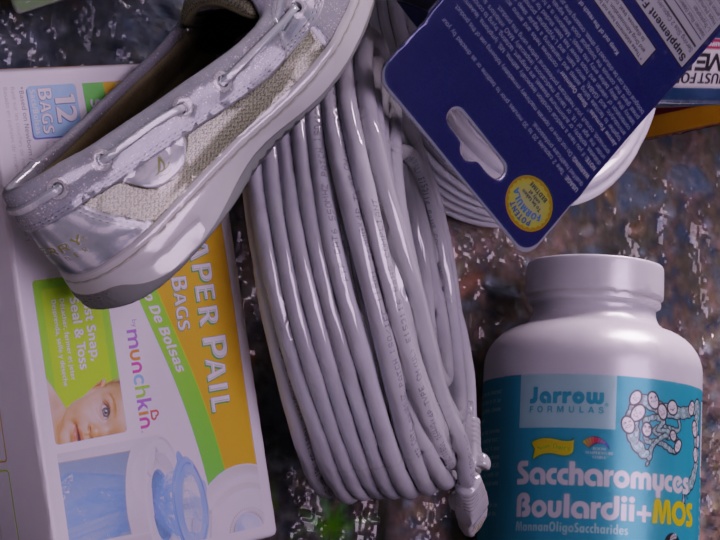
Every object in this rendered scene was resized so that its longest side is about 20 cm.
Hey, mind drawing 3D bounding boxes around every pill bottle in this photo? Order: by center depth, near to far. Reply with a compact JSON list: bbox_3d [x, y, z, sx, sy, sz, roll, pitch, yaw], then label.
[{"bbox_3d":[0.113,0.096,1.058,0.110,0.110,0.202,10,78,-39],"label":"pill bottle"}]

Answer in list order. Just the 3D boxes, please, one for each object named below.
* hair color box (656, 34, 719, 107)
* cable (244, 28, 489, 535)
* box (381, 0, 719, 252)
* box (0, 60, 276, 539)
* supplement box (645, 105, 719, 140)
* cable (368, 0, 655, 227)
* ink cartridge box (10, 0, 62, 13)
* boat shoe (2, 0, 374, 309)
[{"bbox_3d":[0.121,-0.177,1.002,0.060,0.100,0.202,-3,94,-41],"label":"hair color box"},{"bbox_3d":[0.000,0.000,0.934,0.200,0.069,0.201,65,16,-59],"label":"cable"},{"bbox_3d":[0.097,-0.119,0.905,0.200,0.032,0.121,-49,124,-10],"label":"box"},{"bbox_3d":[-0.119,0.021,0.877,0.112,0.101,0.202,-9,90,-41],"label":"box"},{"bbox_3d":[0.193,-0.182,1.176,0.110,0.085,0.201,-14,94,-40],"label":"supplement box"},{"bbox_3d":[0.075,-0.125,1.080,0.200,0.069,0.200,52,55,-23],"label":"cable"},{"bbox_3d":[-0.106,-0.226,0.899,0.048,0.145,0.201,-69,143,-78],"label":"ink cartridge box"},{"bbox_3d":[-0.061,-0.078,0.827,0.065,0.074,0.202,50,62,-29],"label":"boat shoe"}]
